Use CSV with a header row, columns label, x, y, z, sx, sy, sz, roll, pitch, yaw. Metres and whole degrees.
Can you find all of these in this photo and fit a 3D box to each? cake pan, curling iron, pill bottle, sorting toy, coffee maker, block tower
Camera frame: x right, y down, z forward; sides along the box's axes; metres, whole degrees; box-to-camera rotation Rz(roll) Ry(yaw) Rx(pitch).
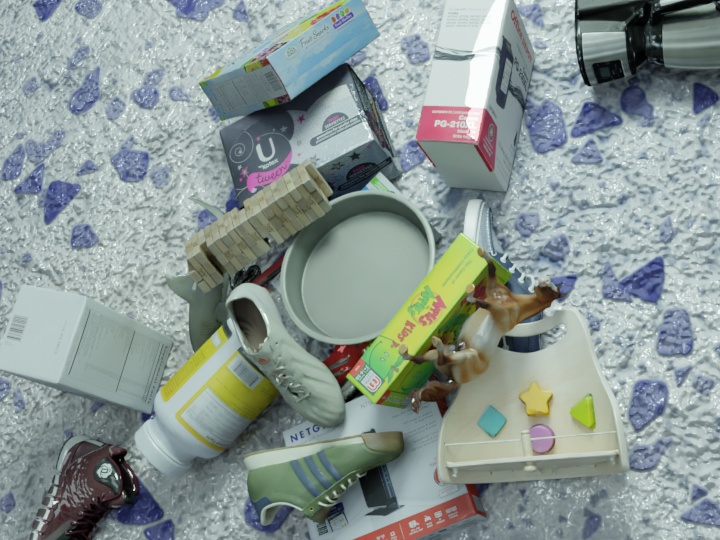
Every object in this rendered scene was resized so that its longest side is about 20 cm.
label,x,y,z,sx,sy,sz,roll,pitch,yaw
cake pan,0.000,0.000,1.155,0.199,0.037,0.201,-11,61,20
curling iron,-0.096,-0.027,1.293,0.199,0.026,0.050,-34,64,9
pill bottle,-0.187,0.162,1.217,0.200,0.112,0.112,-45,60,3
sorting toy,0.187,0.135,1.051,0.199,0.107,0.181,-8,75,21
coffee maker,0.363,-0.314,1.148,0.199,0.135,0.193,1,49,23
block tower,-0.128,-0.055,1.190,0.199,0.054,0.058,-34,31,5

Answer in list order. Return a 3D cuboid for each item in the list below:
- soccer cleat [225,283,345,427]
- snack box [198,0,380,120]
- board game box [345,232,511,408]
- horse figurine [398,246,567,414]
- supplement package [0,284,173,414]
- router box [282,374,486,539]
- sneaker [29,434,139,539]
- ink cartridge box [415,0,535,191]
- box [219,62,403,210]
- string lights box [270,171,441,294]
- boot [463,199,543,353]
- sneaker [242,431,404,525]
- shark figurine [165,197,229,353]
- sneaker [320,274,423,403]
label,x,y,z,sx,sy,sz,roll,pitch,yaw
soccer cleat,-0.092,0.105,1.125,0.069,0.078,0.200,-36,88,18
snack box,-0.097,-0.277,1.273,0.169,0.068,0.200,-41,20,-27
board game box,0.078,0.060,1.072,0.048,0.102,0.200,41,95,23
horse figurine,0.119,0.067,1.021,0.200,0.132,0.050,-53,48,1
supplement package,-0.354,0.107,1.260,0.109,0.200,0.114,9,74,26
router box,0.023,0.238,1.131,0.199,0.049,0.180,-26,63,14
sneaker,-0.354,0.318,1.259,0.115,0.076,0.201,4,73,22
ink cartridge box,0.145,-0.218,1.186,0.084,0.145,0.201,7,75,24
box,-0.066,-0.155,1.275,0.199,0.115,0.133,-26,63,14
string lights box,-0.006,-0.014,1.229,0.200,0.059,0.103,-45,60,3
boot,0.171,0.012,1.142,0.090,0.073,0.201,-3,78,16
sneaker,-0.039,0.240,1.097,0.199,0.067,0.090,-13,74,20
shark figurine,-0.211,-0.002,1.270,0.089,0.128,0.216,9,77,-17
sneaker,0.009,0.069,1.170,0.085,0.077,0.200,40,90,8
